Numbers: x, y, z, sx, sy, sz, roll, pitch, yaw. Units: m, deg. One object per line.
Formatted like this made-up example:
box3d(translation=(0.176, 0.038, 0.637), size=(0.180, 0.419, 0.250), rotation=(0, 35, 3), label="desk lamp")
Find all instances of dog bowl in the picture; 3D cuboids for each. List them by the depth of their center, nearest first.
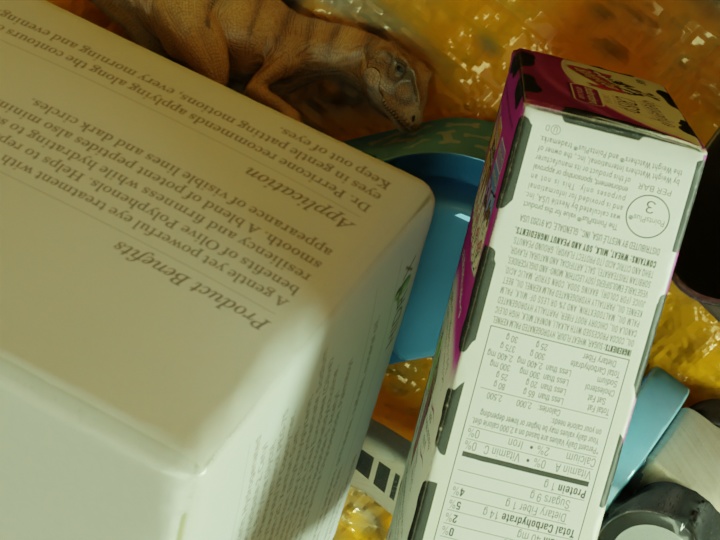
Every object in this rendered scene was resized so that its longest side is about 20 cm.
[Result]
box3d(translation=(0.000, 0.000, 0.790), size=(0.200, 0.050, 0.112), rotation=(-11, 117, 26), label="dog bowl")

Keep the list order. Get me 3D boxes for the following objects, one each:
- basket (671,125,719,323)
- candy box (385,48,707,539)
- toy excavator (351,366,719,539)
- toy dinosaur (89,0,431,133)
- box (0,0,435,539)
box3d(translation=(0.223, 0.017, 0.669), size=(0.200, 0.180, 0.136), rotation=(51, 167, -26), label="basket")
box3d(translation=(0.055, 0.036, 0.665), size=(0.061, 0.136, 0.200), rotation=(15, 104, 0), label="candy box")
box3d(translation=(0.041, 0.090, 0.819), size=(0.200, 0.100, 0.195), rotation=(38, 125, 9), label="toy excavator")
box3d(translation=(-0.071, -0.095, 0.758), size=(0.200, 0.060, 0.106), rotation=(23, 115, -9), label="toy dinosaur")
box3d(translation=(-0.111, 0.043, 0.714), size=(0.199, 0.171, 0.200), rotation=(26, 132, 13), label="box")
